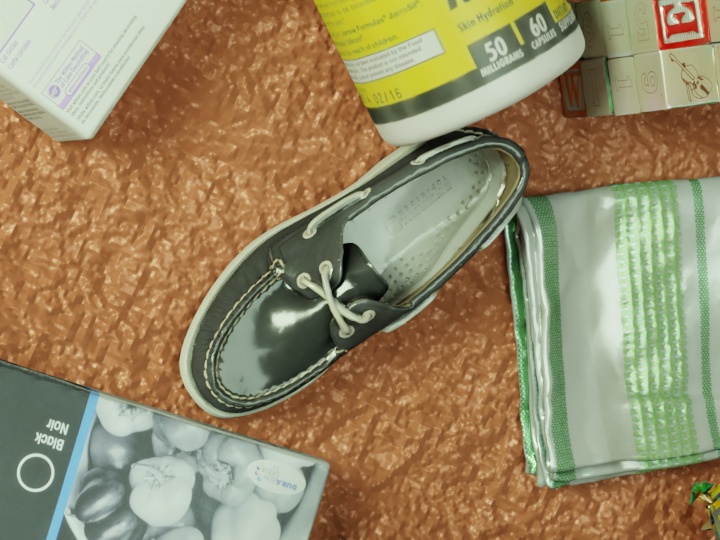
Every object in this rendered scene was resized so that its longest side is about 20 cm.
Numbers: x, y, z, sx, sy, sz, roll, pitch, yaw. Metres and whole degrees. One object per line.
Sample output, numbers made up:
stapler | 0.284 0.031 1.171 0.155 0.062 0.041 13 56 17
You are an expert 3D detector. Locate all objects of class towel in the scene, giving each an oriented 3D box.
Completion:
towel | 0.173 0.026 1.426 0.199 0.031 0.150 -6 94 -20

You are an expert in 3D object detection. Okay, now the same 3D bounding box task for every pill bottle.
pill bottle | 0.018 -0.170 1.320 0.111 0.111 0.200 -30 101 -17

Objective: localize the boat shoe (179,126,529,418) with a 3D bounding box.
boat shoe | 0.000 0.000 1.344 0.200 0.060 0.074 -36 104 -16

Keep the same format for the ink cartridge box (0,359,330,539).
ink cartridge box | -0.135 0.157 1.307 0.198 0.043 0.201 18 86 -20

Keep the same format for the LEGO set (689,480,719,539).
LEGO set | 0.266 0.091 1.417 0.199 0.116 0.154 13 130 -24

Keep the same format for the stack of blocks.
stack of blocks | 0.187 -0.112 1.337 0.115 0.200 0.059 -9 95 -21

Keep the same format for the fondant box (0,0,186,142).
fondant box | -0.169 -0.175 1.279 0.200 0.058 0.144 38 79 -18
